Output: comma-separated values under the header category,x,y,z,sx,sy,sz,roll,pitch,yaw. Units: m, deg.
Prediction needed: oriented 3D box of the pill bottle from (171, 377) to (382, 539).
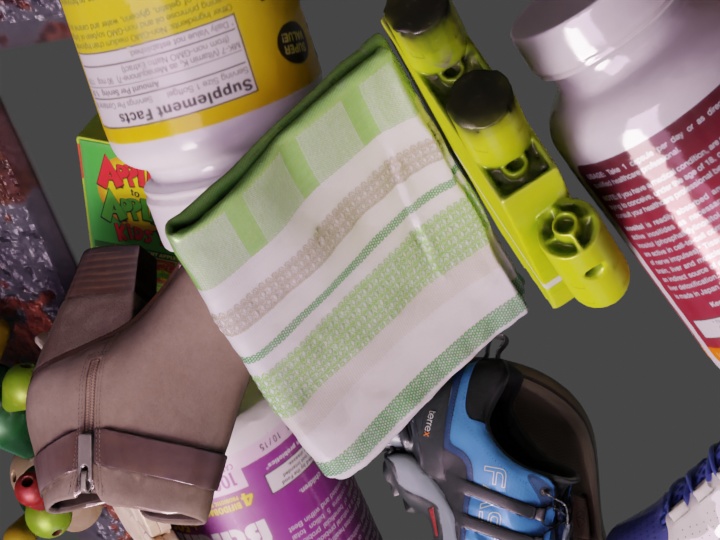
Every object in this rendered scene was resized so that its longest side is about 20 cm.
category,x,y,z,sx,sy,sz,roll,pitch,yaw
pill bottle,-0.051,0.149,1.350,0.112,0.112,0.201,-9,119,30

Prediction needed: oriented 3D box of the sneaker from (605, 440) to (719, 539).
category,x,y,z,sx,sy,sz,roll,pitch,yaw
sneaker,0.208,0.094,1.216,0.198,0.081,0.116,-23,108,29

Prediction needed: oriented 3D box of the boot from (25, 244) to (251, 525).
category,x,y,z,sx,sy,sz,roll,pitch,yaw
boot,-0.082,0.056,1.206,0.199,0.147,0.070,-7,160,28

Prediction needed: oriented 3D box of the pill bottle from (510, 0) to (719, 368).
category,x,y,z,sx,sy,sz,roll,pitch,yaw
pill bottle,0.162,-0.056,1.098,0.113,0.113,0.200,-26,110,37

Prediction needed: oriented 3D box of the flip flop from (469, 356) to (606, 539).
category,x,y,z,sx,sy,sz,roll,pitch,yaw
flip flop,0.092,0.133,1.305,0.080,0.058,0.201,0,123,26

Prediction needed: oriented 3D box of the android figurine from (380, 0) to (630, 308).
category,x,y,z,sx,sy,sz,roll,pitch,yaw
android figurine,0.068,-0.057,1.122,0.041,0.183,0.200,-33,148,2

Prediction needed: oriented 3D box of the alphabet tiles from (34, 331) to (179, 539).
category,x,y,z,sx,sy,sz,roll,pitch,yaw
alphabet tiles,-0.134,0.130,1.350,0.197,0.015,0.200,64,168,-15

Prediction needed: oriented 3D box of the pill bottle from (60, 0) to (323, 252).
category,x,y,z,sx,sy,sz,roll,pitch,yaw
pill bottle,-0.084,-0.118,1.149,0.114,0.114,0.201,-9,107,30

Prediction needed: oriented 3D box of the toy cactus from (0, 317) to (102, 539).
category,x,y,z,sx,sy,sz,roll,pitch,yaw
toy cactus,-0.206,0.107,1.379,0.200,0.102,0.165,38,166,42

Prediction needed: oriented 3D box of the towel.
category,x,y,z,sx,sy,sz,roll,pitch,yaw
towel,0.000,0.000,1.153,0.031,0.149,0.200,33,162,42

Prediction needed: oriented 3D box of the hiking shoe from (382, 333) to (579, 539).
category,x,y,z,sx,sy,sz,roll,pitch,yaw
hiking shoe,0.081,0.141,1.227,0.086,0.074,0.201,-28,89,21

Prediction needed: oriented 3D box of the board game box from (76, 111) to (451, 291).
category,x,y,z,sx,sy,sz,roll,pitch,yaw
board game box,-0.050,-0.025,1.267,0.198,0.048,0.102,11,127,18
